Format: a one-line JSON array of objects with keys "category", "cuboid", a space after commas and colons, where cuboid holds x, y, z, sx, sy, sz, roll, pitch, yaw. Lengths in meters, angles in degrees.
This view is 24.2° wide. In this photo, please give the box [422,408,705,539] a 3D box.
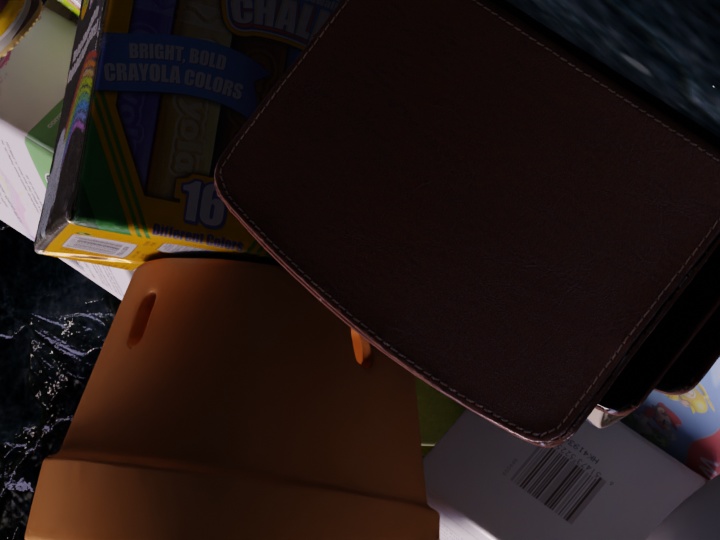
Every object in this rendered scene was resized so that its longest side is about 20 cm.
[{"category": "box", "cuboid": [0.103, 0.157, 0.935, 0.124, 0.098, 0.200, 35, 155, 21]}]

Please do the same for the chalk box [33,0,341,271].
[{"category": "chalk box", "cuboid": [-0.077, -0.101, 0.832, 0.123, 0.202, 0.125, 12, 170, -16]}]

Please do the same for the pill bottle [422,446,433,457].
[{"category": "pill bottle", "cuboid": [0.029, 0.159, 1.097, 0.109, 0.110, 0.200, 38, -167, 22]}]

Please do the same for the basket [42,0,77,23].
[{"category": "basket", "cuboid": [-0.099, -0.132, 1.114, 0.123, 0.136, 0.200, 35, 176, 37]}]

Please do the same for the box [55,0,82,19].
[{"category": "box", "cuboid": [-0.183, -0.230, 0.912, 0.200, 0.102, 0.112, 40, 177, -21]}]

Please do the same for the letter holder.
[{"category": "letter holder", "cuboid": [0.055, -0.019, 0.711, 0.200, 0.142, 0.101, 38, 177, 28]}]

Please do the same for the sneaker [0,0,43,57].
[{"category": "sneaker", "cuboid": [-0.246, -0.177, 0.895, 0.199, 0.075, 0.090, 27, 162, 44]}]

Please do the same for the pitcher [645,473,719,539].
[{"category": "pitcher", "cuboid": [0.173, 0.111, 0.662, 0.121, 0.200, 0.172, 39, 179, -15]}]

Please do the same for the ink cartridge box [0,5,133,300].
[{"category": "ink cartridge box", "cuboid": [-0.188, -0.082, 1.013, 0.199, 0.084, 0.145, 30, 156, 29]}]

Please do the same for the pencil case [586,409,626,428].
[{"category": "pencil case", "cuboid": [0.070, -0.006, 0.799, 0.199, 0.090, 0.078, 34, -169, 27]}]

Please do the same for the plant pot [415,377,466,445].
[{"category": "plant pot", "cuboid": [0.000, 0.000, 1.066, 0.186, 0.202, 0.187, 5, 180, 0]}]

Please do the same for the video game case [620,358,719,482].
[{"category": "video game case", "cuboid": [0.117, 0.032, 0.872, 0.199, 0.017, 0.144, 31, 145, 30]}]

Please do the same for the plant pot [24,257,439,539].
[{"category": "plant pot", "cuboid": [-0.052, 0.077, 0.817, 0.198, 0.141, 0.200, 8, 169, 2]}]
